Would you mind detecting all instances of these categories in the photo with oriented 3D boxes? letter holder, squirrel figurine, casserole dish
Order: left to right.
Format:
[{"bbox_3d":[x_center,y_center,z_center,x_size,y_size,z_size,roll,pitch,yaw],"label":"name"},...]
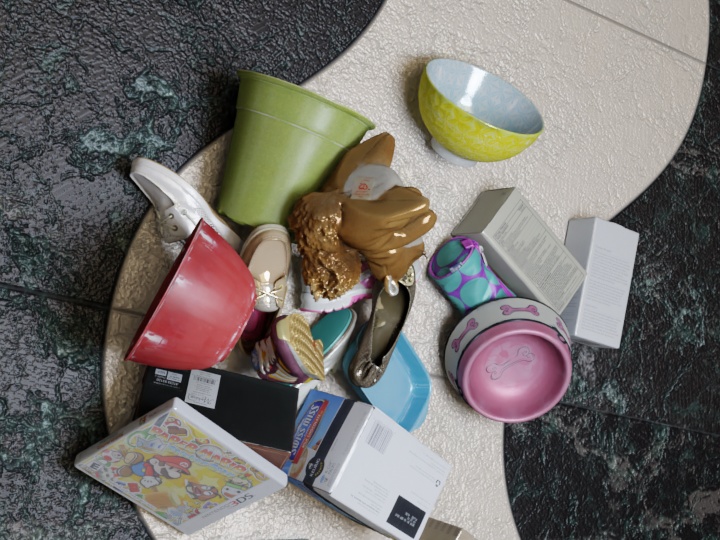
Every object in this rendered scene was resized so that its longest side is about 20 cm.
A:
[{"bbox_3d":[-0.198,0.208,1.354,0.200,0.142,0.101,15,49,-12],"label":"letter holder"},{"bbox_3d":[0.002,-0.045,1.365,0.200,0.142,0.187,-28,145,-10],"label":"squirrel figurine"},{"bbox_3d":[0.036,0.154,1.505,0.200,0.039,0.121,57,49,-32],"label":"casserole dish"}]

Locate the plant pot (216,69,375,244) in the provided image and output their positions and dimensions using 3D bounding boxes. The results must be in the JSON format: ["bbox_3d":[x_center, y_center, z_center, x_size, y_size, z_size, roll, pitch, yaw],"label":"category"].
[{"bbox_3d":[-0.105,-0.143,1.390,0.200,0.200,0.190,20,92,-28],"label":"plant pot"}]

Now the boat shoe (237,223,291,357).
[{"bbox_3d":[-0.127,0.031,1.361,0.074,0.069,0.200,1,130,-18],"label":"boat shoe"}]

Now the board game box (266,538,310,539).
[{"bbox_3d":[-0.131,0.476,1.414,0.147,0.064,0.200,6,84,-29],"label":"board game box"}]

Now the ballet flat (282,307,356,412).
[{"bbox_3d":[-0.069,0.140,1.464,0.069,0.069,0.200,47,72,-20],"label":"ballet flat"}]

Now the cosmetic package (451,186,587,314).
[{"bbox_3d":[0.252,-0.026,1.631,0.200,0.087,0.103,48,69,-21],"label":"cosmetic package"}]

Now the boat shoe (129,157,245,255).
[{"bbox_3d":[-0.235,-0.065,1.362,0.200,0.071,0.069,44,67,-23],"label":"boat shoe"}]

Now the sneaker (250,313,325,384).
[{"bbox_3d":[-0.103,0.110,1.329,0.090,0.200,0.075,-8,69,6],"label":"sneaker"}]

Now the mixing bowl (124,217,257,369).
[{"bbox_3d":[-0.198,0.047,1.276,0.108,0.200,0.200,30,74,-12],"label":"mixing bowl"}]

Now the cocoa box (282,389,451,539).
[{"bbox_3d":[0.003,0.274,1.433,0.200,0.131,0.134,41,69,-39],"label":"cocoa box"}]

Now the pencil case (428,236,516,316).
[{"bbox_3d":[0.197,0.041,1.597,0.200,0.092,0.085,45,24,-22],"label":"pencil case"}]

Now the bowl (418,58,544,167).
[{"bbox_3d":[0.165,-0.221,1.561,0.200,0.200,0.108,8,127,-29],"label":"bowl"}]

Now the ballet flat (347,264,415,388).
[{"bbox_3d":[0.036,0.070,1.433,0.067,0.046,0.200,30,68,-18],"label":"ballet flat"}]

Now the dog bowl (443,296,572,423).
[{"bbox_3d":[0.230,0.143,1.563,0.200,0.074,0.201,-3,118,-5],"label":"dog bowl"}]

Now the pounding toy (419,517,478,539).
[{"bbox_3d":[0.147,0.508,1.526,0.184,0.142,0.200,41,70,-22],"label":"pounding toy"}]

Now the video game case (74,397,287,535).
[{"bbox_3d":[-0.224,0.252,1.298,0.200,0.182,0.023,42,30,-31],"label":"video game case"}]

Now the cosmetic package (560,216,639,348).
[{"bbox_3d":[0.388,0.021,1.716,0.101,0.071,0.200,18,80,-28],"label":"cosmetic package"}]

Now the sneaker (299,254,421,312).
[{"bbox_3d":[0.000,0.000,1.490,0.200,0.081,0.088,-14,97,-30],"label":"sneaker"}]
